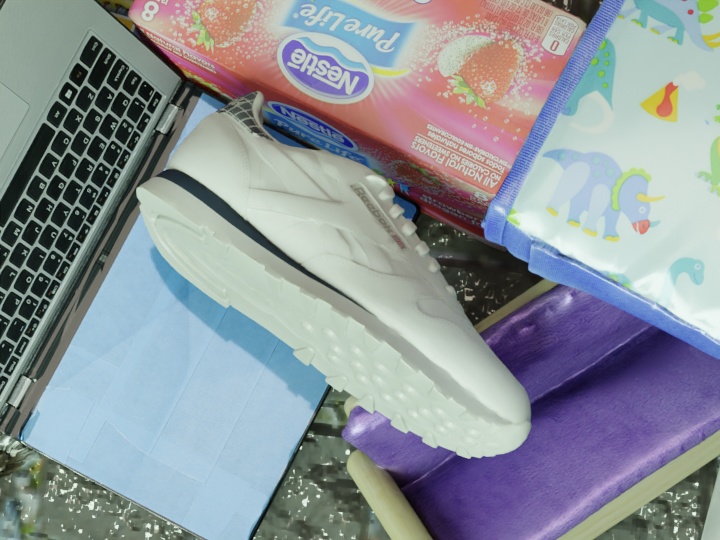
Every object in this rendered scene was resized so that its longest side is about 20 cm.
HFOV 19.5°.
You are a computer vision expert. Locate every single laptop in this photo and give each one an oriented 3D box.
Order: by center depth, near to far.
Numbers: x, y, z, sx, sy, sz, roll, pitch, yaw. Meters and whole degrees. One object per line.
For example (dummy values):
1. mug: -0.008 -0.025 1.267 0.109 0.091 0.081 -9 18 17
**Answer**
1. laptop: -0.100 -0.004 0.931 0.115 0.200 0.188 20 78 35

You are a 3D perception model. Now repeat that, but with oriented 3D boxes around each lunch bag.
1. lunch bag: 0.166 -0.051 0.860 0.169 0.128 0.201 27 60 12

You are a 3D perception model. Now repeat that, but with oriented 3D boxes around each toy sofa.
1. toy sofa: 0.096 0.063 0.929 0.199 0.098 0.083 -33 47 -3

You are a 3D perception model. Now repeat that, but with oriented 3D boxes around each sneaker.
1. sneaker: 0.000 0.000 0.896 0.200 0.077 0.081 38 64 11

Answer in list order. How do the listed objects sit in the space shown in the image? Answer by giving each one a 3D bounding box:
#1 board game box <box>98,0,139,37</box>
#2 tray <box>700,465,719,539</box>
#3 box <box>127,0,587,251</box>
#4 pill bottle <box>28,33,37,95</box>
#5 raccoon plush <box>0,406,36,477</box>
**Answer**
1. board game box: -0.207 -0.110 1.053 0.199 0.034 0.136 17 79 11
2. tray: 0.218 0.097 0.958 0.107 0.022 0.201 15 78 9
3. box: 0.002 -0.102 0.994 0.199 0.100 0.096 27 80 12
4. pill bottle: -0.236 -0.119 0.978 0.198 0.120 0.121 6 76 6
5. raccoon plush: -0.191 0.153 0.960 0.200 0.097 0.134 -37 82 -4
